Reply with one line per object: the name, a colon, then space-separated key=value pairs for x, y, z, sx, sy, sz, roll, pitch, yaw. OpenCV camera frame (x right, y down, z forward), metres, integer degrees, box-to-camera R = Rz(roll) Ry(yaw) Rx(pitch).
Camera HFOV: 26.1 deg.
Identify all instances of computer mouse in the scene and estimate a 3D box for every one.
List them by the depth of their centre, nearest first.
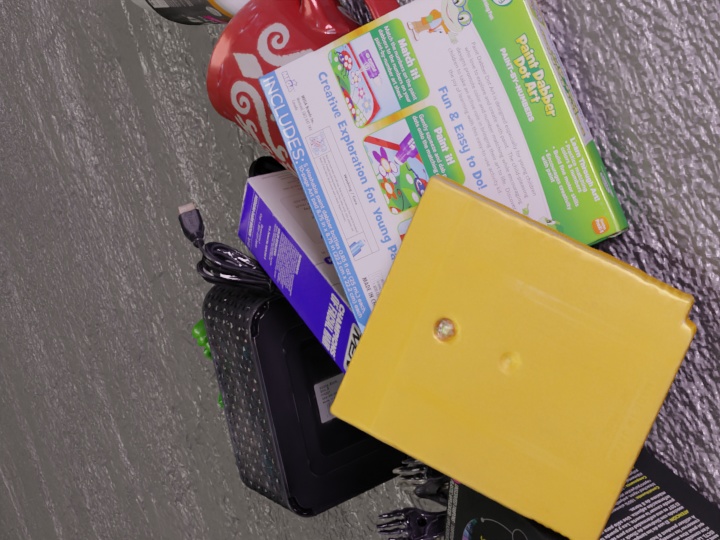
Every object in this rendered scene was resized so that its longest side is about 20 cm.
computer mouse: x=-0.093 y=-0.034 z=1.310 sx=0.046 sy=0.139 sz=0.201 roll=-61 pitch=25 yaw=30

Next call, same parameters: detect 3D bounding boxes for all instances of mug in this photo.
mug: x=-0.012 y=-0.124 z=1.169 sx=0.200 sy=0.133 sz=0.178 roll=46 pitch=165 yaw=30

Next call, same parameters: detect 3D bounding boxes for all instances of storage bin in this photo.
storage bin: x=-0.045 y=0.097 z=1.371 sx=0.093 sy=0.134 sz=0.202 roll=14 pitch=120 yaw=56

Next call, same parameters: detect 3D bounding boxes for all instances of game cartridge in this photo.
game cartridge: x=0.100 y=0.058 z=1.018 sx=0.198 sy=0.032 sz=0.178 roll=26 pitch=100 yaw=12

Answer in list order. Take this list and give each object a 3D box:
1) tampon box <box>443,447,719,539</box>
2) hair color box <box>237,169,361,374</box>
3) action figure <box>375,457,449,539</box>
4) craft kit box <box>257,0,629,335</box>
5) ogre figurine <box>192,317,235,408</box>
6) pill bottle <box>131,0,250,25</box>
tampon box: x=0.166 y=0.217 z=1.095 sx=0.200 sy=0.125 sz=0.151 roll=40 pitch=140 yaw=42
hair color box: x=0.000 y=0.000 z=1.201 sx=0.200 sy=0.108 sz=0.065 roll=50 pitch=141 yaw=38
action figure: x=0.061 y=0.209 z=1.248 sx=0.101 sy=0.120 sz=0.201 roll=7 pitch=153 yaw=17
craft kit box: x=0.055 y=-0.082 z=1.059 sx=0.196 sy=0.048 sz=0.202 roll=-23 pitch=87 yaw=22
ogre figurine: x=-0.095 y=0.102 z=1.480 sx=0.099 sy=0.199 sz=0.120 roll=-58 pitch=24 yaw=10
pill bottle: x=-0.126 y=-0.265 z=1.298 sx=0.199 sy=0.115 sz=0.118 roll=12 pitch=119 yaw=58
